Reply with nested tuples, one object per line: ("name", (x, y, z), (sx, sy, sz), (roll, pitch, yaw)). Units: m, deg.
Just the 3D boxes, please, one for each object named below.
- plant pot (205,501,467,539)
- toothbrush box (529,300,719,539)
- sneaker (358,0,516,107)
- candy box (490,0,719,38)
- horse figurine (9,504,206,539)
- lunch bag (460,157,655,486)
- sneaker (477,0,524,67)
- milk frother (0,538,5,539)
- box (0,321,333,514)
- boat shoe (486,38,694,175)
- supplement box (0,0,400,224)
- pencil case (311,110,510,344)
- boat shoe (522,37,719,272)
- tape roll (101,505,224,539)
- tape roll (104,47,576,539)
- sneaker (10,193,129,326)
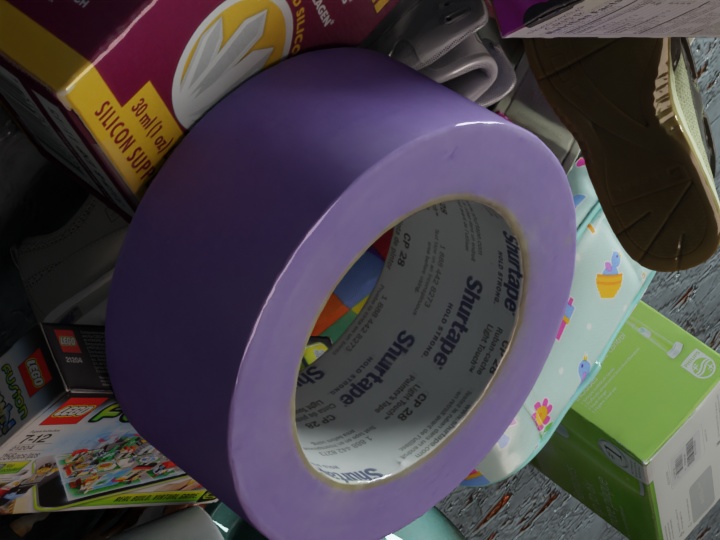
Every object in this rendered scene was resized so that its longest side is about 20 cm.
("plant pot", (-0.025, 0.190, 1.175), (0.200, 0.200, 0.135), (-39, 121, -25))
("toothbrush box", (0.131, 0.066, 1.232), (0.086, 0.200, 0.146), (-44, 150, -15))
("sneaker", (0.042, -0.147, 0.959), (0.200, 0.115, 0.075), (-50, 151, -8))
("candy box", (0.126, -0.175, 0.887), (0.061, 0.137, 0.199), (-23, 169, 42))
("horse figurine", (-0.122, 0.096, 1.048), (0.132, 0.050, 0.200), (-44, 148, -6))
("lunch bag", (0.059, 0.021, 1.106), (0.200, 0.160, 0.077), (-53, 129, -23))
("sneaker", (0.103, -0.186, 1.047), (0.105, 0.075, 0.201), (-43, 154, -29))
("milk frother", (-0.178, 0.238, 1.036), (0.200, 0.180, 0.189), (-68, -177, -68))
("box", (-0.104, 0.070, 0.924), (0.110, 0.035, 0.199), (-39, 155, 29))
("boat shoe", (0.115, -0.107, 1.050), (0.200, 0.072, 0.063), (-54, -176, 6))
("supplement box", (-0.065, -0.132, 0.830), (0.200, 0.103, 0.131), (-49, 150, -10))
("pencil case", (0.000, 0.000, 1.017), (0.200, 0.089, 0.088), (-37, 161, 29))
("boat shoe", (0.128, -0.097, 0.984), (0.066, 0.071, 0.202), (-71, 140, -62))
("tape roll", (-0.078, 0.223, 1.009), (0.066, 0.201, 0.201), (-20, 142, -13))
("tape roll", (-0.005, 0.013, 0.850), (0.199, 0.085, 0.201), (-29, 135, -34))
("sneaker", (-0.076, -0.041, 0.898), (0.200, 0.082, 0.075), (-37, 160, 1))
